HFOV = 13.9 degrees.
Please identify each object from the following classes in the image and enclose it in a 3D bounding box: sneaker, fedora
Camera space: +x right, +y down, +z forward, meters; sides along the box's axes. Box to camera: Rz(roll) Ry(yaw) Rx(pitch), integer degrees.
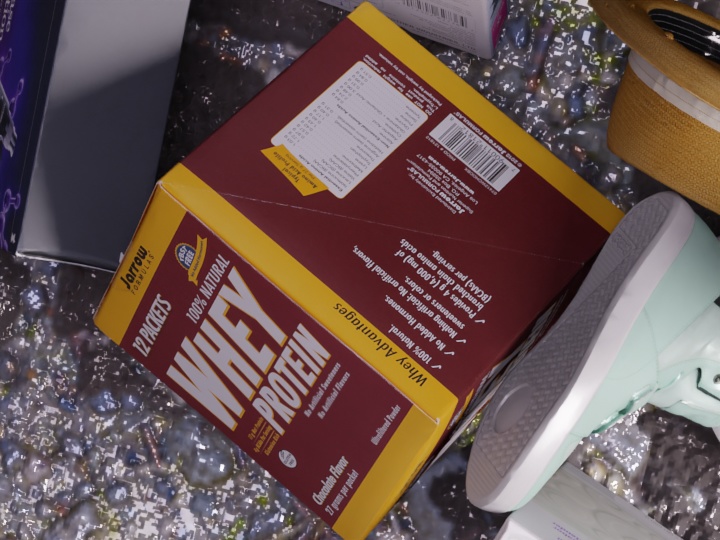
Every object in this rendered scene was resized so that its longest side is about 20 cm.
[{"bbox_3d":[0.148,0.071,1.576,0.118,0.074,0.201,43,74,-23],"label":"sneaker"},{"bbox_3d":[0.191,-0.081,1.607,0.200,0.201,0.082,32,106,9],"label":"fedora"}]

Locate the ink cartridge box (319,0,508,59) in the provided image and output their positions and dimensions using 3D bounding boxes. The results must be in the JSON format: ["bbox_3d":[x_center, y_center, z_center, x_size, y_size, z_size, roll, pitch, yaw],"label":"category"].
[{"bbox_3d":[0.020,-0.184,1.634,0.119,0.200,0.042,20,78,10],"label":"ink cartridge box"}]

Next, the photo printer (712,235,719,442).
[{"bbox_3d":[0.283,0.036,1.654,0.199,0.069,0.167,-22,88,11],"label":"photo printer"}]

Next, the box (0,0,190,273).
[{"bbox_3d":[-0.163,-0.108,1.692,0.079,0.141,0.201,10,94,-25],"label":"box"}]

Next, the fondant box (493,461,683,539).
[{"bbox_3d":[0.142,0.181,1.618,0.144,0.200,0.058,34,102,8],"label":"fondant box"}]

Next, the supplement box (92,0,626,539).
[{"bbox_3d":[0.000,0.000,1.624,0.197,0.200,0.133,40,140,8],"label":"supplement box"}]
